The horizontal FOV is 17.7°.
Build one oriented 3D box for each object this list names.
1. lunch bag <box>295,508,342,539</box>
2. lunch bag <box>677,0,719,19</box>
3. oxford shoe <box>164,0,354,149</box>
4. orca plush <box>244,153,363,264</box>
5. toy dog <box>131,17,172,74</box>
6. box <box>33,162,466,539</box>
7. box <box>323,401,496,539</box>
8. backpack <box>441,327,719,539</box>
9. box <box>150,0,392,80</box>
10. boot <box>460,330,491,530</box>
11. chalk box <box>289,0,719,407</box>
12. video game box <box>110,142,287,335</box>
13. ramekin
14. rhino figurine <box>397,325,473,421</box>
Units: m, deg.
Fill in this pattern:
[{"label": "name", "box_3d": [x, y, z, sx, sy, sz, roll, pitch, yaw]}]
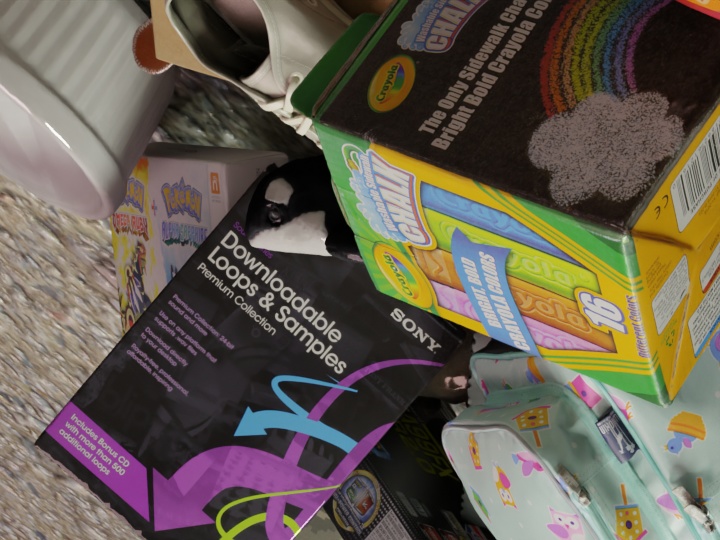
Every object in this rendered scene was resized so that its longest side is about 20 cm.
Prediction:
[{"label": "lunch bag", "box_3d": [-0.040, 0.148, 1.611, 0.199, 0.140, 0.168, 27, -178, 23]}, {"label": "lunch bag", "box_3d": [0.130, -0.173, 0.830, 0.175, 0.082, 0.200, 24, 155, 27]}, {"label": "oxford shoe", "box_3d": [-0.017, -0.085, 1.070, 0.200, 0.058, 0.075, 42, 136, -15]}, {"label": "orca plush", "box_3d": [0.033, -0.046, 1.150, 0.199, 0.105, 0.072, 6, 106, 36]}, {"label": "toy dog", "box_3d": [-0.124, -0.161, 1.183, 0.199, 0.097, 0.132, 22, 154, 29]}, {"label": "box", "box_3d": [-0.059, 0.064, 1.245, 0.143, 0.200, 0.036, 40, -172, -1]}, {"label": "box", "box_3d": [0.032, 0.132, 1.402, 0.160, 0.044, 0.200, 22, -155, -47]}, {"label": "backpack", "box_3d": [0.148, 0.105, 1.166, 0.200, 0.153, 0.176, 47, 164, -7]}, {"label": "box", "box_3d": [-0.028, -0.158, 1.063, 0.163, 0.021, 0.201, 17, 139, 17]}, {"label": "boot", "box_3d": [0.142, 0.083, 1.299, 0.161, 0.073, 0.199, 10, 120, 14]}, {"label": "chalk box", "box_3d": [0.067, -0.053, 0.983, 0.199, 0.125, 0.124, 23, 153, 31]}, {"label": "video game box", "box_3d": [-0.091, 0.020, 1.361, 0.200, 0.047, 0.184, 9, 105, 64]}, {"label": "ramekin", "box_3d": [-0.195, -0.126, 1.319, 0.202, 0.094, 0.203, 35, 165, 10]}, {"label": "rhino figurine", "box_3d": [0.110, 0.106, 1.398, 0.200, 0.060, 0.087, 41, 120, -13]}]
